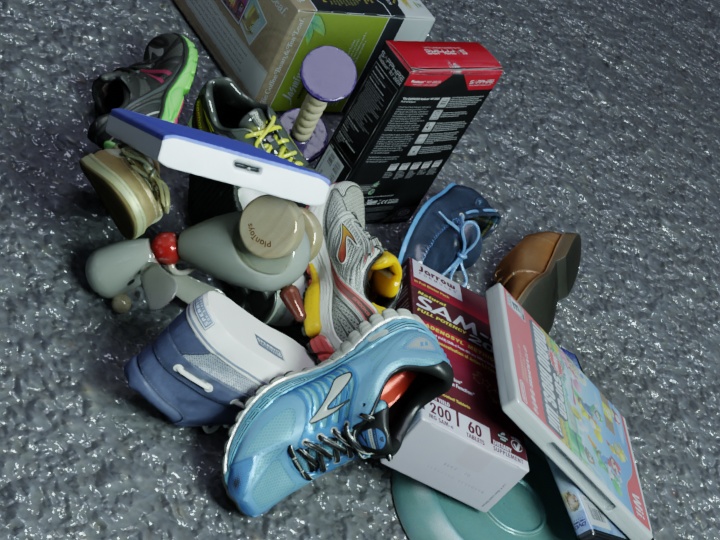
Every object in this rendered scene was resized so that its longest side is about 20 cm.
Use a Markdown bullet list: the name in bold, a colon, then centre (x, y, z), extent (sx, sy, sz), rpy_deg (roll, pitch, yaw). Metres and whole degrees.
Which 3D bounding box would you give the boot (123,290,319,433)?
- **boot**: centre (-0.091, 0.093, 1.069), extent (0.200, 0.090, 0.073), rpy_deg (41, 18, -41)

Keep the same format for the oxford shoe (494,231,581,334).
- **oxford shoe**: centre (0.158, 0.023, 1.356), extent (0.071, 0.072, 0.200), rpy_deg (10, 30, 21)

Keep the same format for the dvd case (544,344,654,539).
- **dvd case**: centre (0.185, 0.146, 1.173), extent (0.142, 0.017, 0.201), rpy_deg (27, 37, -53)

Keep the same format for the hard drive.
- **hard drive**: centre (-0.117, -0.091, 1.078), extent (0.131, 0.026, 0.200), rpy_deg (14, 6, -23)

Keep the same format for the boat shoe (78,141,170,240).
- **boat shoe**: centre (-0.184, -0.073, 1.116), extent (0.074, 0.063, 0.201), rpy_deg (60, -8, -11)

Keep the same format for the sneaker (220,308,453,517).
- **sneaker**: centre (-0.015, 0.110, 1.009), extent (0.090, 0.200, 0.079), rpy_deg (39, -16, 50)

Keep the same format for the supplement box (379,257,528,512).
- **supplement box**: centre (0.071, 0.090, 1.136), extent (0.108, 0.061, 0.201), rpy_deg (28, 32, -22)

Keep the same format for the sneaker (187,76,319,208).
- **sneaker**: centre (-0.090, -0.101, 1.273), extent (0.199, 0.085, 0.074), rpy_deg (39, 58, 19)

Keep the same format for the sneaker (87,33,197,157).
- **sneaker**: centre (-0.207, -0.172, 1.294), extent (0.083, 0.077, 0.201), rpy_deg (26, 34, -14)

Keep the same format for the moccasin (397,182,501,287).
- **moccasin**: centre (0.091, -0.035, 1.342), extent (0.068, 0.081, 0.200), rpy_deg (24, 35, 11)

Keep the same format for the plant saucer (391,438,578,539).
- **plant saucer**: centre (0.120, 0.197, 1.131), extent (0.198, 0.028, 0.201), rpy_deg (21, 37, -16)

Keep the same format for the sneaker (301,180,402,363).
- **sneaker**: centre (0.000, 0.000, 1.168), extent (0.078, 0.081, 0.201), rpy_deg (52, 24, -43)

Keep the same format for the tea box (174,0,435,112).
- **tea box**: centre (-0.064, -0.285, 1.487), extent (0.195, 0.134, 0.201), rpy_deg (-4, 47, -41)

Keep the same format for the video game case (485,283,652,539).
- **video game case**: centre (0.171, 0.118, 1.130), extent (0.200, 0.017, 0.144), rpy_deg (45, 25, -30)

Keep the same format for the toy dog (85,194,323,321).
- **toy dog**: centre (-0.114, 0.007, 1.095), extent (0.131, 0.199, 0.097), rpy_deg (-2, 78, -55)

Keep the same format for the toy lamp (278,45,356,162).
- **toy lamp**: centre (-0.048, -0.145, 1.290), extent (0.058, 0.200, 0.059), rpy_deg (2, 76, -10)

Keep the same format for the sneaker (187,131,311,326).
- **sneaker**: centre (-0.090, -0.034, 1.222), extent (0.088, 0.074, 0.201), rpy_deg (3, 54, -44)

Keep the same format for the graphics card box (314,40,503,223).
- **graphics card box**: centre (0.037, -0.129, 1.315), extent (0.125, 0.201, 0.051), rpy_deg (-9, 51, -41)
